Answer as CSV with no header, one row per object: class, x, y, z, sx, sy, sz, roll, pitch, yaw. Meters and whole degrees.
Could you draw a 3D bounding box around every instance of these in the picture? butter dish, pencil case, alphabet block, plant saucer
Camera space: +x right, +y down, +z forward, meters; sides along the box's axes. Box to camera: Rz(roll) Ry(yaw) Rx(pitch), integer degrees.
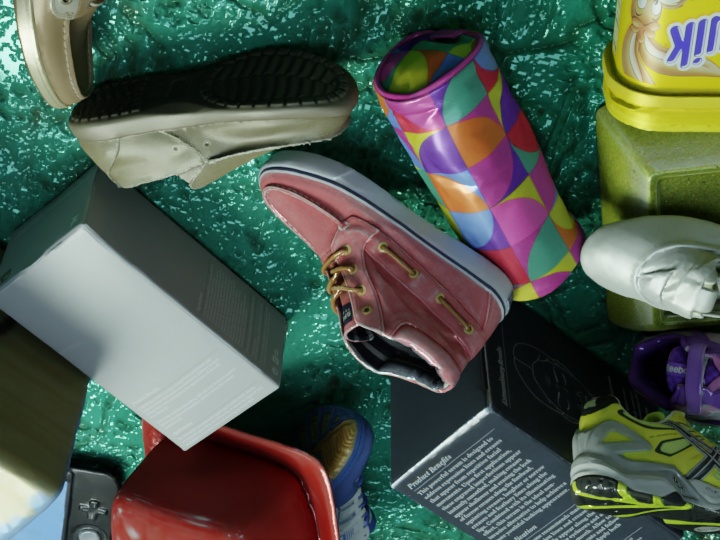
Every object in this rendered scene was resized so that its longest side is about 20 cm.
butter dish,-0.123,0.231,1.180,0.199,0.148,0.201,13,122,35
pencil case,0.084,-0.071,1.033,0.088,0.089,0.200,-20,127,17
alphabet block,-0.330,0.090,1.099,0.200,0.197,0.195,37,119,-24
plant saucer,0.272,-0.032,1.077,0.199,0.048,0.201,-6,128,6

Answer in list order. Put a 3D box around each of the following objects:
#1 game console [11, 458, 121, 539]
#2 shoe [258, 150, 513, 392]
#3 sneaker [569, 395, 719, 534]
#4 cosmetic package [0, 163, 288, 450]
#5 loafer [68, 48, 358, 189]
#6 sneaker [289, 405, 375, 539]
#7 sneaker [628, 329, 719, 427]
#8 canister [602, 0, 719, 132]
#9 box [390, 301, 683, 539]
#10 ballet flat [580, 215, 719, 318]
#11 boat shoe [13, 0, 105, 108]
game console,-0.310,0.244,1.269,0.199,0.117,0.177,10,128,-7
shoe,0.000,0.000,1.041,0.199,0.091,0.072,31,151,8
sneaker,0.232,0.138,1.071,0.199,0.077,0.075,19,153,-33
cosmetic package,-0.158,0.029,1.116,0.107,0.090,0.200,-32,118,24
loafer,-0.094,-0.098,1.024,0.199,0.076,0.068,-3,130,16
sneaker,-0.021,0.180,1.247,0.088,0.076,0.200,13,137,-18
sneaker,0.264,0.079,1.079,0.088,0.081,0.200,17,173,-31
canister,0.228,-0.191,0.930,0.147,0.087,0.201,0,127,1
box,0.128,0.127,1.143,0.200,0.149,0.107,35,121,-23
ballet flat,0.250,0.009,1.037,0.199,0.070,0.070,10,128,-6
boat shoe,-0.179,-0.190,0.951,0.064,0.071,0.201,1,127,2
